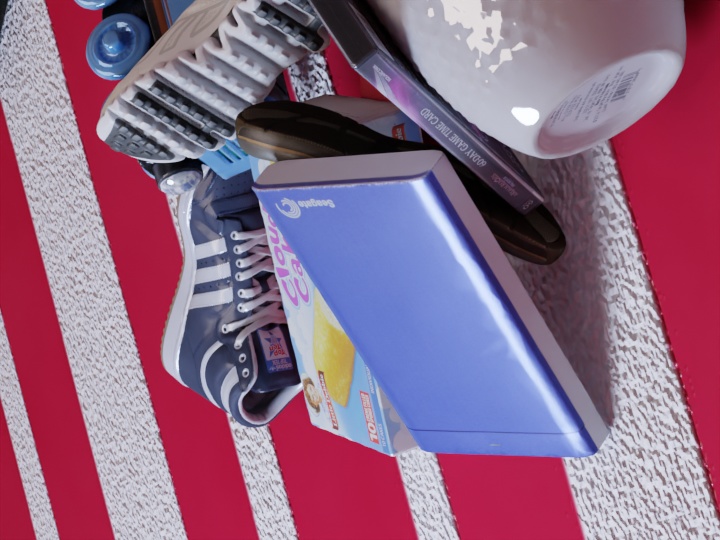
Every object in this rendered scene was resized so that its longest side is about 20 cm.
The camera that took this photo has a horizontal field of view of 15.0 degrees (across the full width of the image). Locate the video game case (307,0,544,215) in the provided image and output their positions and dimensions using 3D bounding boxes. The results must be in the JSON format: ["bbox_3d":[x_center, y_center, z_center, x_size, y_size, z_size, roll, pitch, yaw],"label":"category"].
[{"bbox_3d":[0.017,-0.117,1.430,0.200,0.019,0.143,38,-164,-55],"label":"video game case"}]

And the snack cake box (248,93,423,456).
[{"bbox_3d":[0.000,0.000,1.637,0.115,0.067,0.200,13,119,61],"label":"snack cake box"}]

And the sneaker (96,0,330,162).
[{"bbox_3d":[-0.082,-0.139,1.663,0.200,0.075,0.081,-37,37,25],"label":"sneaker"}]

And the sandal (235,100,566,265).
[{"bbox_3d":[0.019,-0.039,1.511,0.200,0.082,0.055,19,111,11],"label":"sandal"}]

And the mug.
[{"bbox_3d":[0.089,-0.165,1.332,0.176,0.147,0.200,59,141,20],"label":"mug"}]

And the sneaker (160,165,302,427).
[{"bbox_3d":[-0.072,0.009,1.810,0.108,0.070,0.200,39,129,41],"label":"sneaker"}]

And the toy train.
[{"bbox_3d":[-0.115,-0.147,1.765,0.087,0.114,0.200,45,-153,-61],"label":"toy train"}]

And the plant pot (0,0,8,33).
[{"bbox_3d":[-0.392,-0.241,2.221,0.178,0.199,0.200,54,146,21],"label":"plant pot"}]

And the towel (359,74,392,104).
[{"bbox_3d":[0.029,-0.183,1.575,0.145,0.022,0.200,15,114,61],"label":"towel"}]

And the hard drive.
[{"bbox_3d":[0.039,0.022,1.493,0.132,0.025,0.200,-2,130,44],"label":"hard drive"}]
